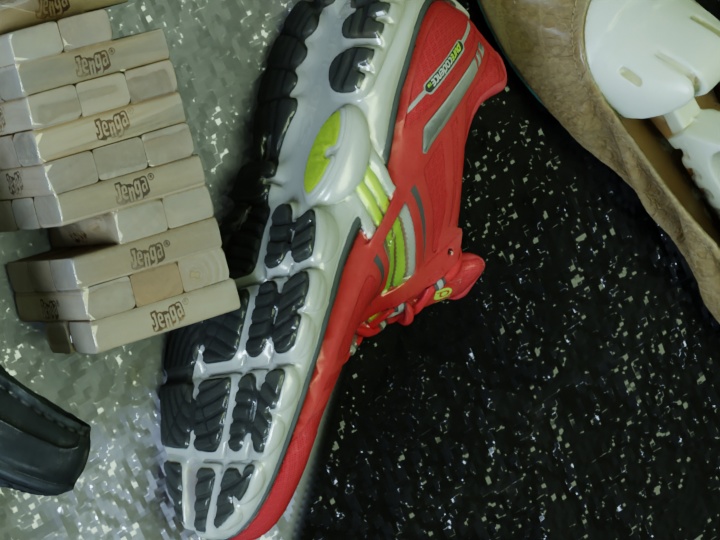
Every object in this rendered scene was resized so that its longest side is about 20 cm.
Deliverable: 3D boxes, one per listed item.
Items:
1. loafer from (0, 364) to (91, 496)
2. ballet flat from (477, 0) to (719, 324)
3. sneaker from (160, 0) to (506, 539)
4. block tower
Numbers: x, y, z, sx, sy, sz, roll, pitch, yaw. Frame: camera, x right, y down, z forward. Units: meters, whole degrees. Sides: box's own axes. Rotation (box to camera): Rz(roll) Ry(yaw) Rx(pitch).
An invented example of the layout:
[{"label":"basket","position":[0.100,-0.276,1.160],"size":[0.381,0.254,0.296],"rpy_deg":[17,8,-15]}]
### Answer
[{"label":"loafer","position":[-0.155,-0.003,0.829],"size":[0.200,0.068,0.071],"rpy_deg":[37,81,-21]},{"label":"ballet flat","position":[0.118,-0.049,0.987],"size":[0.068,0.072,0.200],"rpy_deg":[-43,109,-21]},{"label":"sneaker","position":[0.000,0.000,0.918],"size":[0.085,0.077,0.201],"rpy_deg":[28,76,-32]},{"label":"block tower","position":[-0.097,-0.077,0.873],"size":[0.058,0.054,0.201],"rpy_deg":[-17,97,-30]}]
